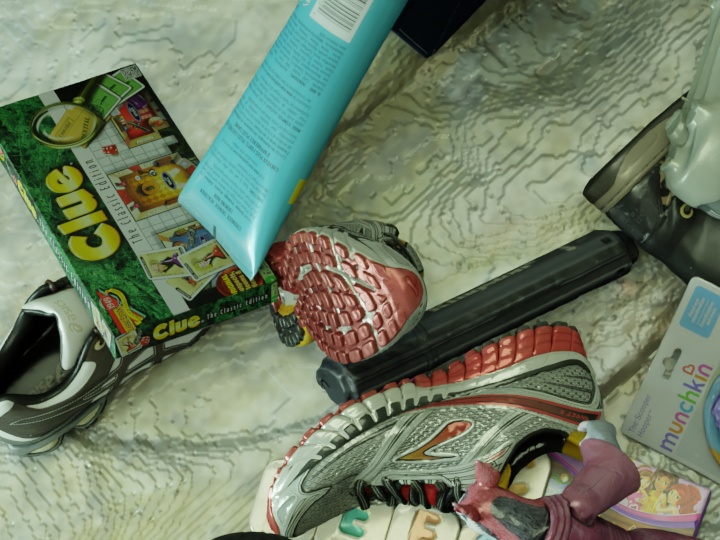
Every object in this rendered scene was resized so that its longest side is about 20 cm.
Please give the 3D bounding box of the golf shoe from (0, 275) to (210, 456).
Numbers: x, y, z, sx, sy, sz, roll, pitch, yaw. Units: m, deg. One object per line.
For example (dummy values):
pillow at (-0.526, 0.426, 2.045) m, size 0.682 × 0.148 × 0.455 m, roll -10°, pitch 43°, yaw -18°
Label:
golf shoe at (-0.146, 0.026, 1.459) m, size 0.078 × 0.095 × 0.200 m, roll 40°, pitch 83°, yaw 15°

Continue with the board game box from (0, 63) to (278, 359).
board game box at (-0.138, -0.039, 1.457) m, size 0.104 × 0.024 × 0.200 m, roll -22°, pitch 53°, yaw -18°

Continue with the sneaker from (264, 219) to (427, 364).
sneaker at (0.000, 0.000, 1.398) m, size 0.082 × 0.200 × 0.078 m, roll -21°, pitch 100°, yaw -14°

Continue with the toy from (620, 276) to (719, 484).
toy at (0.249, 0.101, 1.384) m, size 0.199 × 0.047 × 0.116 m, roll 27°, pitch 121°, yaw 8°

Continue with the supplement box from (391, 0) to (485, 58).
supplement box at (0.027, -0.274, 1.472) m, size 0.200 × 0.134 × 0.200 m, roll -45°, pitch 76°, yaw 5°

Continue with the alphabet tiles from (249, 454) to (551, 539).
alphabet tiles at (0.027, 0.179, 1.400) m, size 0.199 × 0.015 × 0.196 m, roll 16°, pitch 79°, yaw 11°

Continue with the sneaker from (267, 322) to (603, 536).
sneaker at (0.042, 0.101, 1.364) m, size 0.199 × 0.078 × 0.082 m, roll -23°, pitch 71°, yaw -3°

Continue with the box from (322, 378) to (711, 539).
box at (0.085, 0.155, 1.426) m, size 0.199 × 0.039 × 0.137 m, roll 20°, pitch 80°, yaw 12°

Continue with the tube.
tube at (-0.035, -0.098, 1.390) m, size 0.077 × 0.050 × 0.200 m, roll 47°, pitch 113°, yaw 39°

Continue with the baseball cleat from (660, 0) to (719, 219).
baseball cleat at (0.237, -0.115, 1.392) m, size 0.106 × 0.070 × 0.201 m, roll 27°, pitch 78°, yaw -14°

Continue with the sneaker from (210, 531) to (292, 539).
sneaker at (-0.001, 0.201, 1.359) m, size 0.199 × 0.081 × 0.074 m, roll 17°, pitch 49°, yaw -5°

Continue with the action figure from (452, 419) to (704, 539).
action figure at (0.117, 0.164, 1.290) m, size 0.134 × 0.200 × 0.149 m, roll -50°, pitch 38°, yaw 11°

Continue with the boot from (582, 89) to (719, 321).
boot at (0.245, -0.051, 1.438) m, size 0.200 × 0.073 × 0.151 m, roll -37°, pitch 85°, yaw -21°

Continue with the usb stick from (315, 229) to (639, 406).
usb stick at (0.068, 0.026, 1.428) m, size 0.199 × 0.055 × 0.033 m, roll -25°, pitch 90°, yaw -15°
